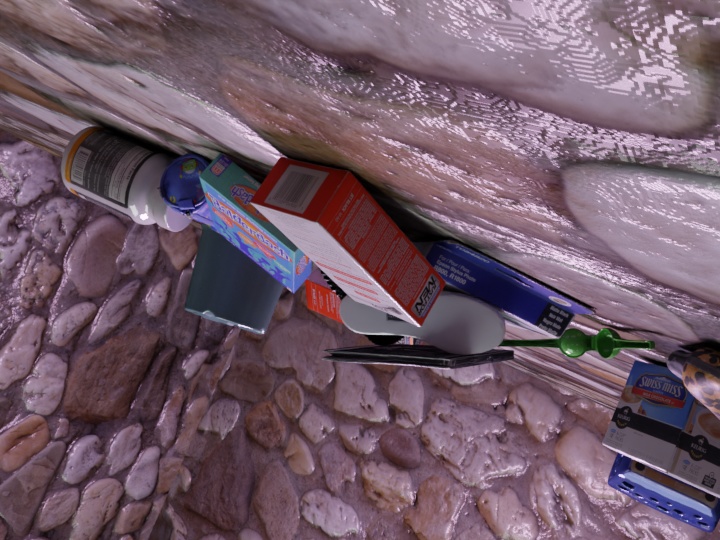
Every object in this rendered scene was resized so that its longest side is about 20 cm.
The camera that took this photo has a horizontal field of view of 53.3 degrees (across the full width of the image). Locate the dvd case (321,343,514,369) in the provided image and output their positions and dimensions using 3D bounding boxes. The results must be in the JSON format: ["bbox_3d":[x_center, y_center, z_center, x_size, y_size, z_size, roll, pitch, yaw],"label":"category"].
[{"bbox_3d":[0.072,0.108,0.913,0.199,0.016,0.148,-1,178,41],"label":"dvd case"}]

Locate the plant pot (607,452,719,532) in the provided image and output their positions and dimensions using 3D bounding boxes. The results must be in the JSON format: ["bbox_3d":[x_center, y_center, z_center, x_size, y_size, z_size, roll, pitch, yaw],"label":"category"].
[{"bbox_3d":[0.569,0.328,1.275,0.199,0.201,0.180,22,168,25],"label":"plant pot"}]

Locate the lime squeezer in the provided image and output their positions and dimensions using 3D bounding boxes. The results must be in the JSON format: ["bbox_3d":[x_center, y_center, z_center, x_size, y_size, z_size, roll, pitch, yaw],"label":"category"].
[{"bbox_3d":[0.266,0.092,0.864,0.199,0.038,0.070,-4,-169,45],"label":"lime squeezer"}]

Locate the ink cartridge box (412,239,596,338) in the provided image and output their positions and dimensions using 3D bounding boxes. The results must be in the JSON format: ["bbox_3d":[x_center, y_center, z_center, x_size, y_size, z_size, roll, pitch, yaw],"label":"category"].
[{"bbox_3d":[0.147,0.022,0.863,0.198,0.041,0.200,26,175,-11],"label":"ink cartridge box"}]

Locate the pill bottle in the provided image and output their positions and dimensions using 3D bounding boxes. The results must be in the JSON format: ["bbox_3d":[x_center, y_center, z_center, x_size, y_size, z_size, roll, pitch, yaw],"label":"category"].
[{"bbox_3d":[-0.356,-0.141,1.124,0.198,0.117,0.116,23,176,14],"label":"pill bottle"}]

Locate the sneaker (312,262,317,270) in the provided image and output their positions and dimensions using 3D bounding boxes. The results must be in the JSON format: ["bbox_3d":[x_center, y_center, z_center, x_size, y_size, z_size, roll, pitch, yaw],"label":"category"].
[{"bbox_3d":[-0.029,0.003,1.331,0.199,0.082,0.075,26,173,-41],"label":"sneaker"}]

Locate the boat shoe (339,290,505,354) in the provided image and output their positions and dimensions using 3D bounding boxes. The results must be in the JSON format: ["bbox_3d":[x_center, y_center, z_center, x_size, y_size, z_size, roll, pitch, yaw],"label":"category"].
[{"bbox_3d":[0.077,0.050,0.860,0.198,0.073,0.068,4,-162,19],"label":"boat shoe"}]

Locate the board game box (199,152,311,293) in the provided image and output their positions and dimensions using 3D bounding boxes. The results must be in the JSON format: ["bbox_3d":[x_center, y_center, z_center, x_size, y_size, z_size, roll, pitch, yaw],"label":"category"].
[{"bbox_3d":[-0.133,-0.055,0.952,0.152,0.045,0.200,38,164,6],"label":"board game box"}]

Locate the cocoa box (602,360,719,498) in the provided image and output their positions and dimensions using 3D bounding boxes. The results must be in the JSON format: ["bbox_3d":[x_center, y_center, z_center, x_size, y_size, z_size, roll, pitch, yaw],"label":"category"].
[{"bbox_3d":[0.463,0.225,0.975,0.199,0.132,0.133,26,175,-18],"label":"cocoa box"}]

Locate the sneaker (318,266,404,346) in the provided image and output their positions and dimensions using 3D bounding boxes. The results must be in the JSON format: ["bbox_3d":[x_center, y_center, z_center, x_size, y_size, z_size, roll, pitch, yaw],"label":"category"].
[{"bbox_3d":[0.001,0.000,0.947,0.201,0.070,0.094,60,-165,-23],"label":"sneaker"}]

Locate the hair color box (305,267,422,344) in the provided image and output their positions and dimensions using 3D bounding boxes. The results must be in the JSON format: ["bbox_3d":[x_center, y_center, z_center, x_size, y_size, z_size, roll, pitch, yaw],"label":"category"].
[{"bbox_3d":[0.026,0.040,1.104,0.199,0.111,0.064,21,132,31],"label":"hair color box"}]

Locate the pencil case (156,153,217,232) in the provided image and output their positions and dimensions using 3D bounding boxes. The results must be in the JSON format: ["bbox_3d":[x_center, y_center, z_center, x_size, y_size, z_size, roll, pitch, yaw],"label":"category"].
[{"bbox_3d":[-0.224,-0.105,1.060,0.077,0.088,0.200,3,173,8],"label":"pencil case"}]

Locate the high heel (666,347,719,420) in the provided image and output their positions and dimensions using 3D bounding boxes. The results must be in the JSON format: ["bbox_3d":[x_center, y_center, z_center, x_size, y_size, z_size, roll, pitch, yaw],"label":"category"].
[{"bbox_3d":[0.404,0.145,0.708,0.199,0.072,0.143,32,-176,12],"label":"high heel"}]

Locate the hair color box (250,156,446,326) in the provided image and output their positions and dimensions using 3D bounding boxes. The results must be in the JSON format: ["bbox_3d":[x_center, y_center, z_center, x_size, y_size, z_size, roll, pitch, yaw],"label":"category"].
[{"bbox_3d":[-0.008,-0.027,0.744,0.110,0.064,0.200,19,160,44],"label":"hair color box"}]

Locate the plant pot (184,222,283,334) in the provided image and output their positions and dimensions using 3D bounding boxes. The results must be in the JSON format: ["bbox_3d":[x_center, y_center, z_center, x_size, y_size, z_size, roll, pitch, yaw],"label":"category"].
[{"bbox_3d":[-0.209,-0.002,1.262,0.198,0.198,0.200,16,170,3],"label":"plant pot"}]
